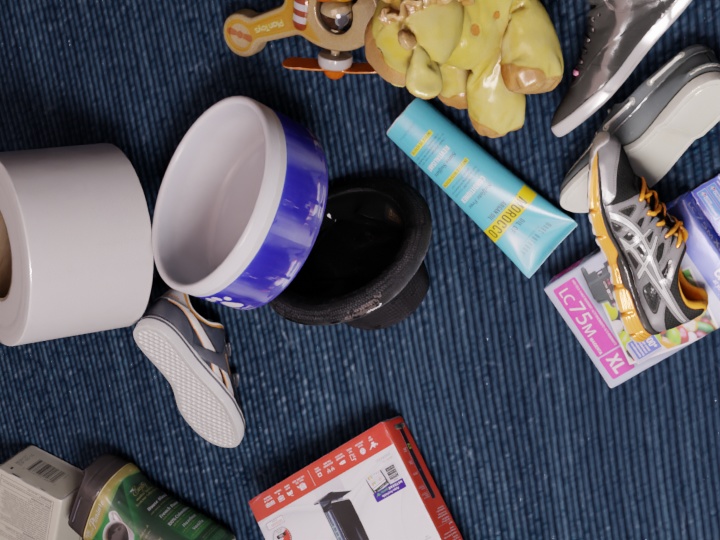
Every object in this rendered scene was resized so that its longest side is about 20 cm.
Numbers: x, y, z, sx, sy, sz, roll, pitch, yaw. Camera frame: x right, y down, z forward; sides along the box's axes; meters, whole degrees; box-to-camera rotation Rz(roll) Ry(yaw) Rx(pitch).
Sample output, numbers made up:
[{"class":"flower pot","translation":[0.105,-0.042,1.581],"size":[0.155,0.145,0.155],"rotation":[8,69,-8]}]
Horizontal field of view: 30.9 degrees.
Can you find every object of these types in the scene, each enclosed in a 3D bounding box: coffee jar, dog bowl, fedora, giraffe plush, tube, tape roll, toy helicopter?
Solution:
[{"class":"coffee jar","translation":[-0.251,0.307,1.549],"size":[0.198,0.085,0.105],"rotation":[32,121,12]},{"class":"dog bowl","translation":[-0.122,-0.066,1.304],"size":[0.199,0.078,0.203],"rotation":[-27,53,43]},{"class":"fedora","translation":[0.000,0.000,1.306],"size":[0.198,0.203,0.092],"rotation":[-15,134,29]},{"class":"giraffe plush","translation":[0.074,-0.209,1.137],"size":[0.173,0.161,0.202],"rotation":[48,140,28]},{"class":"tube","translation":[0.114,-0.085,1.271],"size":[0.200,0.050,0.078],"rotation":[42,127,1]},{"class":"tape roll","translation":[-0.324,-0.030,1.392],"size":[0.202,0.138,0.206],"rotation":[18,111,54]},{"class":"toy helicopter","translation":[-0.055,-0.243,1.292],"size":[0.198,0.079,0.134],"rotation":[-8,113,38]}]

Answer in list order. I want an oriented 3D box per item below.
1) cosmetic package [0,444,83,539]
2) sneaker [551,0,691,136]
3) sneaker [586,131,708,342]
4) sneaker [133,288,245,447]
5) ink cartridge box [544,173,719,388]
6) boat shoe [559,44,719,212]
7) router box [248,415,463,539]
[{"class":"cosmetic package","translation":[-0.410,0.336,1.642],"size":[0.102,0.073,0.202],"rotation":[23,116,16]},{"class":"sneaker","translation":[0.211,-0.219,1.155],"size":[0.099,0.071,0.201],"rotation":[37,113,-2]},{"class":"sneaker","translation":[0.250,-0.034,1.156],"size":[0.076,0.079,0.202],"rotation":[-13,117,23]},{"class":"sneaker","translation":[-0.175,0.107,1.458],"size":[0.077,0.080,0.201],"rotation":[-3,130,30]},{"class":"ink cartridge box","translation":[0.284,0.012,1.223],"size":[0.199,0.042,0.120],"rotation":[-35,91,29]},{"class":"boat shoe","translation":[0.255,-0.127,1.189],"size":[0.200,0.072,0.062],"rotation":[-43,43,37]},{"class":"router box","translation":[0.000,0.284,1.409],"size":[0.199,0.049,0.181],"rotation":[-33,77,24]}]
